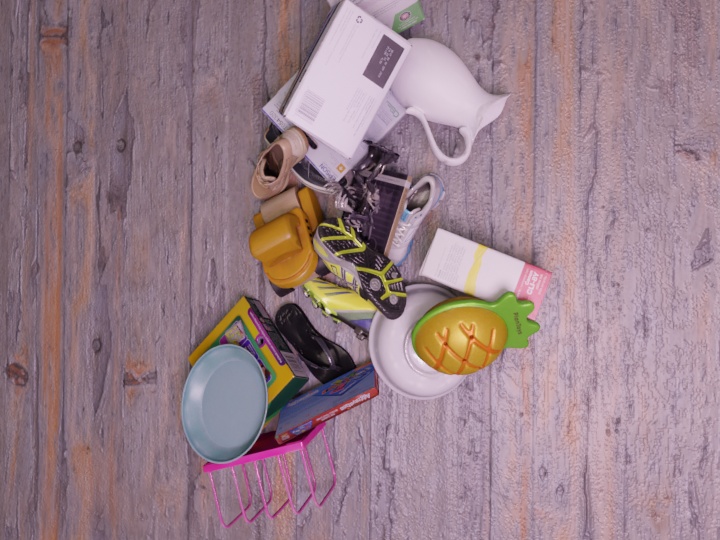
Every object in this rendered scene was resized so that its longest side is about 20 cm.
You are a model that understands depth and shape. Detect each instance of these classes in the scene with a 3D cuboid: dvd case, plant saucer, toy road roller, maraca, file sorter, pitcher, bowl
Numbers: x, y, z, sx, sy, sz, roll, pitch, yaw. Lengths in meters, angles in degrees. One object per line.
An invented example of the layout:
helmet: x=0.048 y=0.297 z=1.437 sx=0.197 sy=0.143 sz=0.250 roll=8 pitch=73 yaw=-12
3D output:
dvd case: x=0.013 y=-0.082 z=1.100 sx=0.147 sy=0.016 sz=0.205 roll=23 pitch=98 yaw=50
plant saucer: x=-0.235 y=0.236 z=1.092 sx=0.195 sy=0.036 sz=0.206 roll=-7 pitch=75 yaw=27
toy road roller: x=-0.135 y=-0.066 z=1.090 sx=0.120 sy=0.146 sz=0.204 roll=-24 pitch=63 yaw=12
maraca: x=0.174 y=0.095 z=0.940 sx=0.195 sy=0.109 sz=0.139 roll=-17 pitch=129 yaw=14
file sorter: x=-0.157 y=0.373 z=1.121 sx=0.195 sy=0.139 sz=0.129 roll=-17 pitch=89 yaw=14
pitcher: x=0.132 y=-0.288 z=1.049 sx=0.198 sy=0.122 sz=0.173 roll=35 pitch=72 yaw=6
bowl: x=0.114 y=0.126 z=1.046 sx=0.195 sy=0.090 sz=0.208 roll=0 pitch=90 yaw=-4

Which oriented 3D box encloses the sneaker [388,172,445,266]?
sneaker: x=0.075 y=-0.088 z=1.090 sx=0.074 sy=0.087 sz=0.203 roll=32 pitch=99 yaw=10

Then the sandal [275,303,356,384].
sandal: x=-0.090 y=0.148 z=1.152 sx=0.199 sy=0.043 sz=0.077 roll=42 pitch=98 yaw=11

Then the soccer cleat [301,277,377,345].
soccer cleat: x=-0.023 y=0.059 z=1.135 sx=0.198 sy=0.065 sz=0.084 roll=33 pitch=74 yaw=15

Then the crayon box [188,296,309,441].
crayon box: x=-0.213 y=0.184 z=1.149 sx=0.173 sy=0.058 sz=0.201 roll=-46 pitch=60 yaw=12

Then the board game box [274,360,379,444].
board game box: x=-0.058 y=0.230 z=1.082 sx=0.196 sy=0.103 sz=0.020 roll=-28 pitch=108 yaw=9

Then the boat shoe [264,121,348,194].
boat shoe: x=-0.100 y=-0.215 z=1.138 sx=0.199 sy=0.074 sz=0.063 roll=43 pitch=139 yaw=14

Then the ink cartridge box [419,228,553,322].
ink cartridge box: x=0.209 y=0.006 z=1.023 sx=0.196 sy=0.145 sz=0.085 roll=23 pitch=95 yaw=13

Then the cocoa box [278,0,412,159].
cocoa box: x=-0.030 y=-0.309 z=1.000 sx=0.131 sy=0.131 sz=0.203 roll=27 pitch=100 yaw=-19

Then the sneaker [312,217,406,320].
sneaker: x=0.000 y=0.000 z=1.022 sx=0.075 sy=0.076 sz=0.201 roll=-41 pitch=90 yaw=-29

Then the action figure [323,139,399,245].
action figure: x=-0.013 y=-0.122 z=1.051 sx=0.119 sy=0.100 sz=0.204 roll=39 pitch=109 yaw=56

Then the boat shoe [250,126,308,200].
boat shoe: x=-0.164 y=-0.186 z=1.114 sx=0.072 sy=0.064 sz=0.200 roll=49 pitch=142 yaw=3

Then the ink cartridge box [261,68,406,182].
ink cartridge box: x=-0.046 y=-0.289 z=1.118 sx=0.200 sy=0.043 sz=0.197 roll=-44 pitch=87 yaw=-1

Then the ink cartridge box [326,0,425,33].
ink cartridge box: x=0.010 y=-0.493 z=1.045 sx=0.142 sy=0.200 sz=0.089 roll=-23 pitch=61 yaw=13
